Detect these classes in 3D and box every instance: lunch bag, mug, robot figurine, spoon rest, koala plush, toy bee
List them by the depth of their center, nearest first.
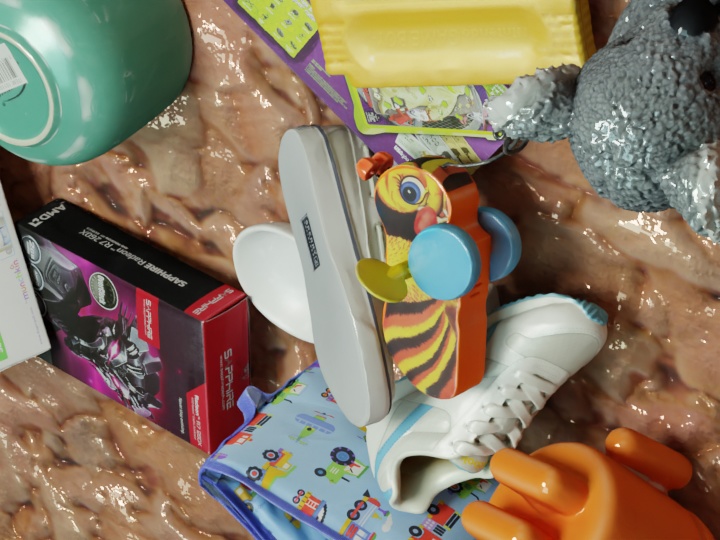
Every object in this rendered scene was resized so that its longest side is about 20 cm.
[{"bbox_3d":[0.177,-0.095,1.175,0.177,0.200,0.184,30,133,16],"label":"koala plush"},{"bbox_3d":[0.047,-0.028,1.369,0.109,0.131,0.200,24,95,28],"label":"toy bee"},{"bbox_3d":[0.155,0.186,1.414,0.117,0.144,0.200,-29,133,34],"label":"robot figurine"},{"bbox_3d":[-0.005,0.019,1.490,0.200,0.061,0.099,12,133,29],"label":"spoon rest"},{"bbox_3d":[-0.210,-0.136,1.500,0.152,0.114,0.185,28,132,18],"label":"mug"},{"bbox_3d":[-0.006,0.145,1.516,0.200,0.151,0.094,38,135,10],"label":"lunch bag"}]

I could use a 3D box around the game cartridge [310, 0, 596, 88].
[{"bbox_3d":[0.043,-0.205,1.296,0.176,0.032,0.200,0,114,28],"label":"game cartridge"}]

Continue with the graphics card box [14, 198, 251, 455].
[{"bbox_3d":[-0.168,0.040,1.619,0.200,0.051,0.126,27,134,32],"label":"graphics card box"}]

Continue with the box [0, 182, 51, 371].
[{"bbox_3d":[-0.323,-0.019,1.637,0.112,0.101,0.200,11,120,56],"label":"box"}]

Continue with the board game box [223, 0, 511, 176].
[{"bbox_3d":[0.013,-0.142,1.390,0.200,0.032,0.120,46,140,0],"label":"board game box"}]

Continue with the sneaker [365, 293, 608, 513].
[{"bbox_3d":[0.086,0.086,1.427,0.076,0.081,0.200,25,131,-36],"label":"sneaker"}]

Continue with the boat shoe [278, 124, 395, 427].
[{"bbox_3d":[0.000,0.000,1.424,0.072,0.066,0.200,136,122,-61],"label":"boat shoe"}]
